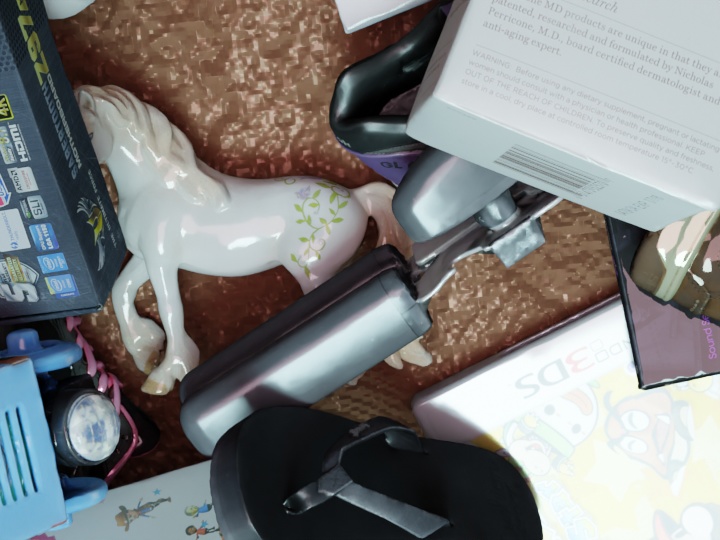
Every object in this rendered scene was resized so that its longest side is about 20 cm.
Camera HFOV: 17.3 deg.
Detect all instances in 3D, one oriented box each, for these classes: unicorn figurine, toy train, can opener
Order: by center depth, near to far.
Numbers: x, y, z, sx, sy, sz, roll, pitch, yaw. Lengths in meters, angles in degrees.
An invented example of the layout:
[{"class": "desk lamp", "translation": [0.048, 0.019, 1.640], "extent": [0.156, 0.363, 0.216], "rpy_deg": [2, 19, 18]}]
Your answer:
[{"class": "toy train", "translation": [-0.192, 0.074, 0.973], "extent": [0.199, 0.114, 0.087], "rpy_deg": [-5, 98, 38]}, {"class": "can opener", "translation": [0.000, 0.000, 1.000], "extent": [0.200, 0.053, 0.067], "rpy_deg": [-33, 110, 8]}, {"class": "unicorn figurine", "translation": [-0.068, -0.013, 1.057], "extent": [0.199, 0.074, 0.138], "rpy_deg": [1, 101, -14]}]

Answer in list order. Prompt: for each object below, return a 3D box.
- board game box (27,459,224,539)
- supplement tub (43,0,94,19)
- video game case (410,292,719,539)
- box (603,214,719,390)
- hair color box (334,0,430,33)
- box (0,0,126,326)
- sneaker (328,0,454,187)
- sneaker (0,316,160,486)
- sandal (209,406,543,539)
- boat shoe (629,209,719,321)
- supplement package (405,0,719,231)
[{"class": "board game box", "translation": [-0.110, 0.160, 1.046], "extent": [0.199, 0.148, 0.064], "rpy_deg": [-18, 56, 5]}, {"class": "supplement tub", "translation": [-0.109, -0.220, 0.974], "extent": [0.145, 0.145, 0.200], "rpy_deg": [43, 100, -6]}, {"class": "video game case", "translation": [0.148, 0.107, 1.089], "extent": [0.182, 0.023, 0.200], "rpy_deg": [-27, 99, 7]}, {"class": "box", "translation": [0.205, -0.036, 1.036], "extent": [0.199, 0.036, 0.144], "rpy_deg": [-13, 85, 6]}, {"class": "hair color box", "translation": [0.069, -0.185, 1.017], "extent": [0.199, 0.061, 0.099], "rpy_deg": [-21, 98, 5]}, {"class": "box", "translation": [-0.197, -0.067, 0.942], "extent": [0.157, 0.051, 0.201], "rpy_deg": [-6, 122, 15]}, {"class": "sneaker", "translation": [0.079, -0.095, 0.995], "extent": [0.200, 0.088, 0.076], "rpy_deg": [-31, 66, 17]}, {"class": "sneaker", "translation": [-0.138, 0.055, 1.071], "extent": [0.095, 0.079, 0.201], "rpy_deg": [1, 108, -5]}, {"class": "sandal", "translation": [0.013, 0.090, 0.996], "extent": [0.043, 0.200, 0.076], "rpy_deg": [-35, 64, 33]}, {"class": "boat shoe", "translation": [0.190, -0.069, 0.990], "extent": [0.075, 0.075, 0.203], "rpy_deg": [28, 98, 6]}, {"class": "supplement package", "translation": [0.109, -0.130, 0.913], "extent": [0.117, 0.117, 0.201], "rpy_deg": [21, 86, -2]}]
